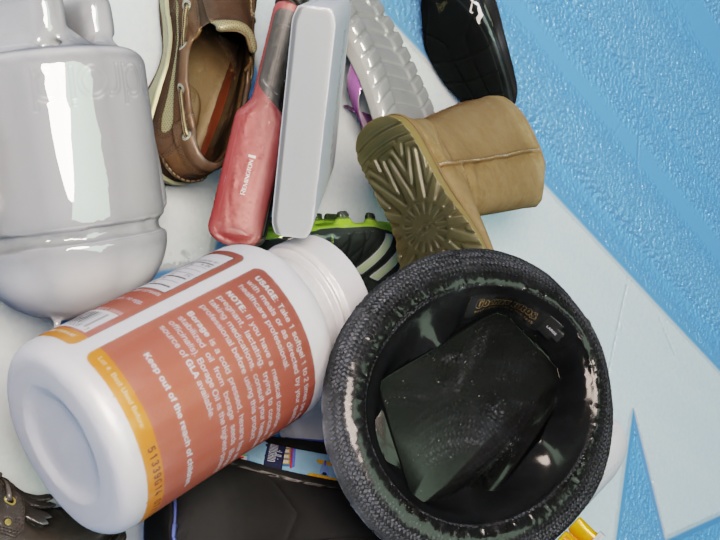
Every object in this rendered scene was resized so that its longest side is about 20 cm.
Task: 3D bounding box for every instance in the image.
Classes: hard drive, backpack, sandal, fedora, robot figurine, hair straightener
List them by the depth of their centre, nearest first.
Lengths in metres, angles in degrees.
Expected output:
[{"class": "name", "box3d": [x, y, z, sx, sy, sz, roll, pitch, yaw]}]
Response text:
[{"class": "robot figurine", "box3d": [-0.174, -0.059, 0.646, 0.169, 0.112, 0.203, -17, 103, -57]}, {"class": "fedora", "box3d": [0.055, 0.086, 0.679, 0.198, 0.091, 0.203, 6, 74, -23]}, {"class": "backpack", "box3d": [-0.032, 0.193, 0.695, 0.198, 0.183, 0.135, 8, 125, -19]}, {"class": "hair straightener", "box3d": [-0.063, -0.114, 0.724, 0.040, 0.077, 0.203, 8, 88, 0]}, {"class": "hard drive", "box3d": [-0.029, -0.110, 0.730, 0.026, 0.200, 0.133, 7, 106, 0]}, {"class": "sandal", "box3d": [0.011, -0.143, 0.862, 0.082, 0.049, 0.205, -26, 95, -55]}]

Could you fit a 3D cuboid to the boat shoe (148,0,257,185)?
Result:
[{"class": "boat shoe", "box3d": [-0.093, -0.156, 0.745, 0.074, 0.074, 0.205, 14, 81, -41]}]

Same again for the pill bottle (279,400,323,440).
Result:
[{"class": "pill bottle", "box3d": [0.041, 0.107, 0.849, 0.199, 0.104, 0.106, 8, 85, -42]}]

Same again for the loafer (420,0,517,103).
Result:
[{"class": "loafer", "box3d": [0.086, -0.222, 0.914, 0.072, 0.072, 0.201, -45, 120, -37]}]

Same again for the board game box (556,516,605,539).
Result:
[{"class": "board game box", "box3d": [0.087, 0.295, 0.858, 0.026, 0.201, 0.199, 44, 51, 17]}]

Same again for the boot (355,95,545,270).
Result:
[{"class": "boot", "box3d": [0.093, -0.048, 0.827, 0.199, 0.066, 0.177, -17, 85, -58]}]

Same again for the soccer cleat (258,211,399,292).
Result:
[{"class": "soccer cleat", "box3d": [0.000, 0.000, 0.828, 0.199, 0.067, 0.082, 3, 88, -45]}]

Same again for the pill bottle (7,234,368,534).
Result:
[{"class": "pill bottle", "box3d": [-0.089, 0.054, 0.636, 0.199, 0.112, 0.113, -28, 109, -40]}]

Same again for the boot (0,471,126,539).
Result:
[{"class": "boot", "box3d": [-0.224, 0.094, 0.632, 0.198, 0.069, 0.176, 0, 91, -40]}]

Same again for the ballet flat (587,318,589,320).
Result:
[{"class": "ballet flat", "box3d": [0.123, 0.079, 0.813, 0.199, 0.070, 0.072, -8, 96, -44]}]

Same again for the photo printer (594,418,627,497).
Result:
[{"class": "photo printer", "box3d": [0.117, 0.192, 0.864, 0.166, 0.201, 0.069, -30, 67, -37]}]
